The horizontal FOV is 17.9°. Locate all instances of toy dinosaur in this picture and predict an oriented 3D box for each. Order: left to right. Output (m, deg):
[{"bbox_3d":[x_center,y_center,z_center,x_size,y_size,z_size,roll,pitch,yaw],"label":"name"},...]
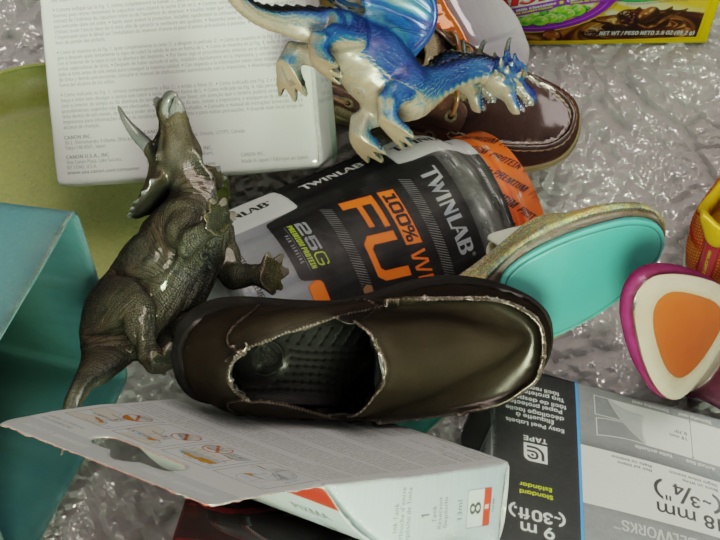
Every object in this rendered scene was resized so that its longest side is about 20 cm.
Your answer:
[{"bbox_3d":[-0.104,0.010,1.190,0.077,0.102,0.201,29,78,-35],"label":"toy dinosaur"}]

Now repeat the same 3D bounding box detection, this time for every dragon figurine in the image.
[{"bbox_3d":[0.004,-0.130,1.257,0.199,0.059,0.100,37,59,-15],"label":"dragon figurine"}]

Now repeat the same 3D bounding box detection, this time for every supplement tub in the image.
[{"bbox_3d":[0.000,0.000,1.294,0.199,0.123,0.123,-24,60,-22],"label":"supplement tub"}]

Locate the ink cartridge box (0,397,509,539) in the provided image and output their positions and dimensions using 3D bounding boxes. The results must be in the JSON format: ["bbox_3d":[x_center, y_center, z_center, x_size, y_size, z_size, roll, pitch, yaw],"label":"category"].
[{"bbox_3d":[-0.050,0.103,1.102,0.199,0.051,0.161,-6,15,-45],"label":"ink cartridge box"}]

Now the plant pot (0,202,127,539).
[{"bbox_3d":[-0.254,0.045,1.221,0.198,0.142,0.142,13,52,18],"label":"plant pot"}]

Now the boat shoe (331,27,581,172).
[{"bbox_3d":[0.037,-0.109,1.350,0.198,0.072,0.073,17,78,-2],"label":"boat shoe"}]

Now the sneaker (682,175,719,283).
[{"bbox_3d":[0.267,-0.064,1.402,0.073,0.077,0.200,28,54,15],"label":"sneaker"}]

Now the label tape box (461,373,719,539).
[{"bbox_3d":[0.127,0.152,1.197,0.143,0.064,0.201,15,40,-9],"label":"label tape box"}]

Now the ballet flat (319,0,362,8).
[{"bbox_3d":[0.002,-0.198,1.395,0.063,0.069,0.200,44,42,-13],"label":"ballet flat"}]

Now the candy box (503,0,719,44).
[{"bbox_3d":[0.134,-0.184,1.456,0.198,0.103,0.027,-2,54,-8],"label":"candy box"}]

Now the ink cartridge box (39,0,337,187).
[{"bbox_3d":[-0.102,-0.153,1.307,0.159,0.050,0.202,-3,96,11],"label":"ink cartridge box"}]

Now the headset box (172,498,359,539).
[{"bbox_3d":[-0.022,0.162,1.132,0.147,0.200,0.076,8,98,-1],"label":"headset box"}]

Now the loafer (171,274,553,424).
[{"bbox_3d":[0.008,0.049,1.138,0.198,0.074,0.071,-5,15,-16],"label":"loafer"}]

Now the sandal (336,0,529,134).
[{"bbox_3d":[0.002,-0.120,1.417,0.205,0.059,0.080,-18,81,-9],"label":"sandal"}]

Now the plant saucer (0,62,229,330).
[{"bbox_3d":[-0.177,-0.039,1.358,0.198,0.031,0.201,3,54,-4],"label":"plant saucer"}]

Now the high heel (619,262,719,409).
[{"bbox_3d":[0.163,0.029,1.261,0.068,0.200,0.096,-49,55,-3],"label":"high heel"}]

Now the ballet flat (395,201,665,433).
[{"bbox_3d":[0.070,0.017,1.222,0.199,0.071,0.071,-37,63,-2],"label":"ballet flat"}]
